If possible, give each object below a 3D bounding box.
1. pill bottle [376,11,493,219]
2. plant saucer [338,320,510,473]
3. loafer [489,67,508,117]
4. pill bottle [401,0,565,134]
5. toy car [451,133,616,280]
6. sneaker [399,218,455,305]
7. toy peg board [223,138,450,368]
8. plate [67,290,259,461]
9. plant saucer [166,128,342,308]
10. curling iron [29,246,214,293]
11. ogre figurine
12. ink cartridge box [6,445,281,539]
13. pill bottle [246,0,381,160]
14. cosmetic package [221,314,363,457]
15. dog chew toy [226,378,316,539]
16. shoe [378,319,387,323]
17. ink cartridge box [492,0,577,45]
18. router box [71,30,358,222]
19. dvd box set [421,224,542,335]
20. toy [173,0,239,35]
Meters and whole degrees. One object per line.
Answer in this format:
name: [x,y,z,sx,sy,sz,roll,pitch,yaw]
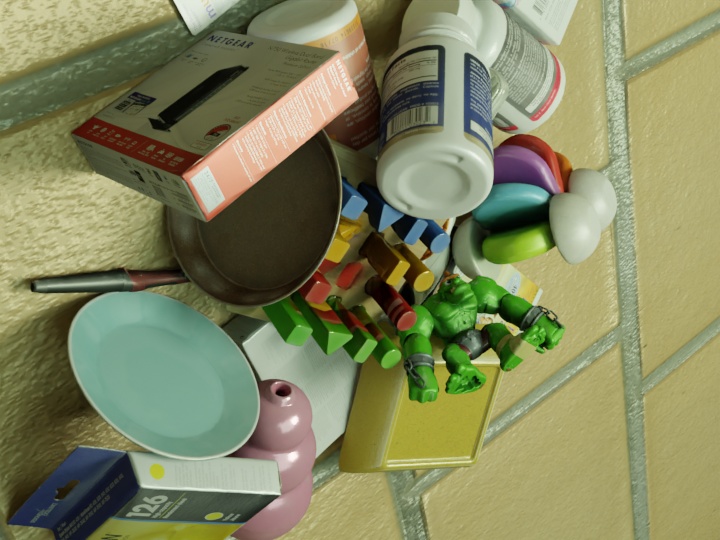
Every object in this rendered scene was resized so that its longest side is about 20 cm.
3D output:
pill bottle: [0.075,-0.159,0.965,0.111,0.111,0.201,45,38,-42]
plant saucer: [0.088,0.163,1.167,0.199,0.048,0.201,3,111,-29]
loafer: [0.092,-0.150,1.092,0.200,0.070,0.070,-39,156,32]
pill bottle: [0.139,-0.244,1.117,0.200,0.111,0.111,25,89,-44]
toy car: [0.197,-0.084,1.166,0.200,0.175,0.150,-44,116,-53]
sneaker: [0.075,-0.038,1.150,0.092,0.076,0.200,-38,156,-45]
toy peg board: [0.000,0.000,0.989,0.200,0.098,0.199,19,112,-44]
plate: [-0.187,0.101,0.927,0.200,0.201,0.026,8,132,-43]
plant saucer: [-0.097,-0.064,0.928,0.034,0.200,0.201,9,100,-60]
curling iron: [-0.222,0.003,0.947,0.199,0.026,0.050,-6,147,-36]
ogre figurine: [0.115,0.069,1.078,0.200,0.120,0.098,-33,145,-10]
ink cartridge box: [-0.209,0.231,0.934,0.199,0.047,0.198,10,143,-34]
pill bottle: [-0.035,-0.168,0.991,0.112,0.112,0.201,-35,126,-27]
cosmetic package: [-0.054,0.101,1.118,0.151,0.052,0.200,-38,127,-22]
dog chew toy: [-0.102,0.195,1.036,0.124,0.125,0.201,-16,137,-36]
shoe: [0.092,0.112,1.219,0.091,0.072,0.200,-29,133,2]
ink cartridge box: [0.172,-0.370,1.115,0.200,0.087,0.146,25,88,-45]
router box: [-0.132,-0.136,0.859,0.179,0.200,0.049,-43,129,-23]
dvd box set: [0.153,0.047,1.294,0.200,0.029,0.147,34,82,-43]
toy: [-0.102,-0.325,0.917,0.200,0.047,0.115,-45,128,-20]
